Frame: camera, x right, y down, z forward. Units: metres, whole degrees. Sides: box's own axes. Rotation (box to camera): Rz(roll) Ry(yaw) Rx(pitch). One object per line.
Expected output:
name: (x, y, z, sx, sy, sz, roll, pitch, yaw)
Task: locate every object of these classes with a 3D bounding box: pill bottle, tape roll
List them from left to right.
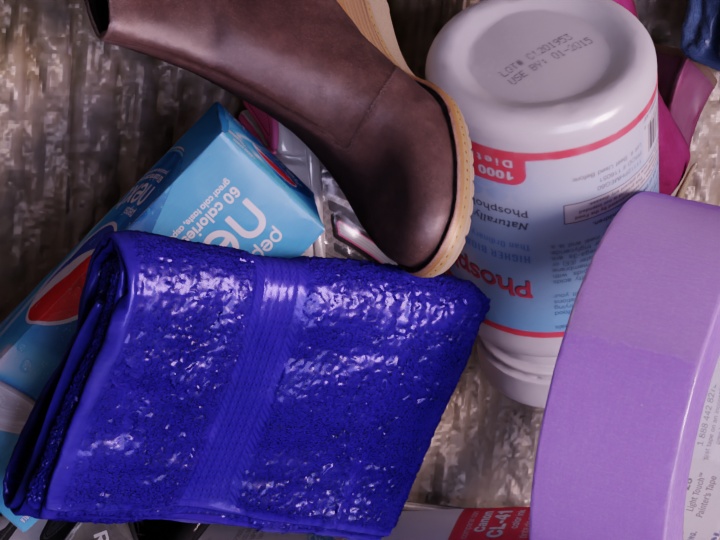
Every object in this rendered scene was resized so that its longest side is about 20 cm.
pill bottle: (0.091, -0.030, 1.271, 0.108, 0.109, 0.201, -26, 136, -18)
tape roll: (0.142, 0.067, 1.216, 0.200, 0.065, 0.201, 14, 90, -70)

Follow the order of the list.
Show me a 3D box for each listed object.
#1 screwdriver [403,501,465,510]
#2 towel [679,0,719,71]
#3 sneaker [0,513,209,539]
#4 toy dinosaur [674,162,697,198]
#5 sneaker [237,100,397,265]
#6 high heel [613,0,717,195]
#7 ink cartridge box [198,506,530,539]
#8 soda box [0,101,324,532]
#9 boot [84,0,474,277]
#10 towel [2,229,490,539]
screwdriver: (0.017, 0.122, 1.347, 0.199, 0.029, 0.028, 11, 101, -25)
towel: (0.256, -0.140, 1.358, 0.199, 0.048, 0.112, 9, 89, -38)
sneaker: (-0.137, 0.135, 1.234, 0.200, 0.090, 0.067, -38, 113, -13)
toy dinosaur: (0.182, 0.030, 1.403, 0.101, 0.058, 0.200, -56, 132, -17)
sneaker: (0.000, 0.000, 1.274, 0.087, 0.074, 0.201, -14, 108, -17)
high heel: (0.103, -0.098, 1.297, 0.200, 0.067, 0.096, 33, 79, -35)
ink cartridge box: (0.003, 0.198, 1.274, 0.199, 0.086, 0.148, -2, 114, 20)
soda box: (-0.110, 0.021, 1.195, 0.068, 0.064, 0.200, 43, 98, -15)
boot: (-0.045, -0.085, 1.162, 0.166, 0.201, 0.072, 8, 137, -35)
towel: (-0.047, 0.060, 1.168, 0.199, 0.050, 0.148, 6, 122, -34)
